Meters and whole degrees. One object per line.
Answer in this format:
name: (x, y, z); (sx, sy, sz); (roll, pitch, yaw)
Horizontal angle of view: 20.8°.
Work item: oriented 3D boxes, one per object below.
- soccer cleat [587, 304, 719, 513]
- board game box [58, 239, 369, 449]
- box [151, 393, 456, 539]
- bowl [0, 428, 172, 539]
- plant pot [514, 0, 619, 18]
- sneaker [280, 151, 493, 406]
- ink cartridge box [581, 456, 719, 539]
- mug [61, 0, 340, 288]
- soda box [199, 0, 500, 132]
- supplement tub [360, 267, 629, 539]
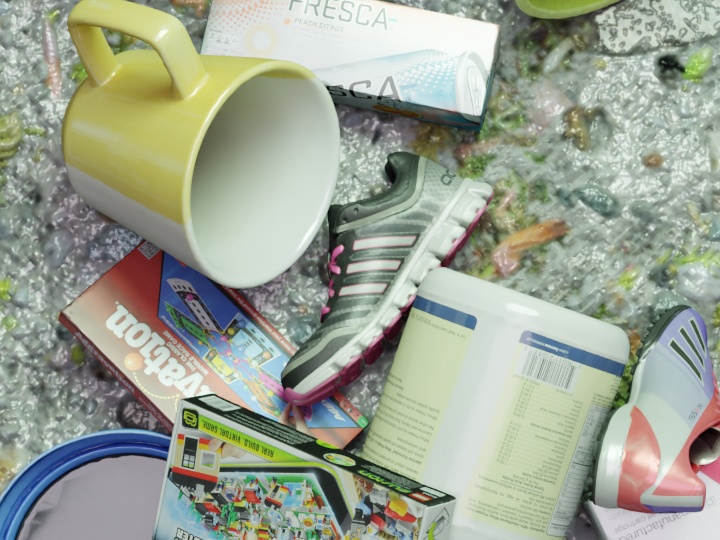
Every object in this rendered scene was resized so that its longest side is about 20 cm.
soccer cleat: (0.204, 0.091, 1.258); (0.073, 0.200, 0.068); (12, 122, 17)
board game box: (-0.099, 0.068, 1.334); (0.200, 0.019, 0.103); (44, 64, 7)
box: (-0.040, 0.161, 1.235); (0.200, 0.035, 0.110); (19, 104, 33)
bowl: (-0.160, 0.208, 1.333); (0.200, 0.039, 0.201); (0, 84, 3)
plant pot: (0.143, -0.302, 1.306); (0.200, 0.200, 0.184); (-30, 72, 0)
sneaker: (0.000, 0.000, 1.329); (0.087, 0.074, 0.200); (37, 82, 7)
ink cartridge box: (0.251, 0.210, 1.285); (0.148, 0.086, 0.200); (-25, 82, 1)
mug: (-0.116, -0.097, 1.296); (0.153, 0.149, 0.187); (19, 117, 37)
soda box: (-0.007, -0.151, 1.349); (0.200, 0.064, 0.068); (12, 85, 5)
supplement tub: (0.078, 0.112, 1.271); (0.145, 0.145, 0.200); (19, 91, 5)
